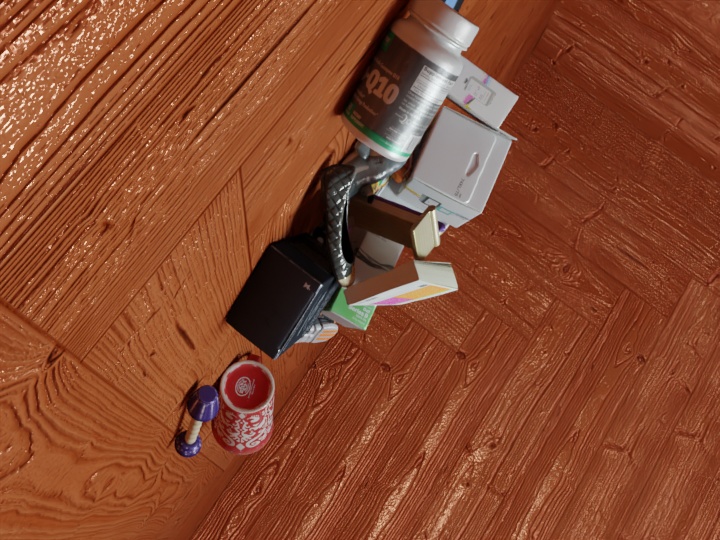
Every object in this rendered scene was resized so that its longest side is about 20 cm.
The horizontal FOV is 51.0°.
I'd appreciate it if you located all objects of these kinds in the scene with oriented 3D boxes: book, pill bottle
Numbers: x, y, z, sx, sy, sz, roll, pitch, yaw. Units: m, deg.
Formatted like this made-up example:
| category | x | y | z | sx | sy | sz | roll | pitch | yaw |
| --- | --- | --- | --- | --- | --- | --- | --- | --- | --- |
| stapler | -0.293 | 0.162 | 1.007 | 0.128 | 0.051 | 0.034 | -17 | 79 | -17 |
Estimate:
| category | x | y | z | sx | sy | sz | roll | pitch | yaw |
| --- | --- | --- | --- | --- | --- | --- | --- | --- | --- |
| book | 0.071 | 0.028 | 1.268 | 0.131 | 0.049 | 0.199 | -21 | 169 | 22 |
| pill bottle | 0.067 | -0.260 | 1.011 | 0.202 | 0.112 | 0.113 | -58 | 174 | 20 |

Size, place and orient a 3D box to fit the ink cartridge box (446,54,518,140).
| category | x | y | z | sx | sy | sz | roll | pitch | yaw |
| --- | --- | --- | --- | --- | --- | --- | --- | --- | --- |
| ink cartridge box | 0.206 | -0.317 | 1.346 | 0.068 | 0.198 | 0.117 | -55 | -169 | 10 |

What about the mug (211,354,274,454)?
| category | x | y | z | sx | sy | sz | roll | pitch | yaw |
| --- | --- | --- | --- | --- | --- | --- | --- | --- | --- |
| mug | -0.240 | 0.253 | 1.520 | 0.130 | 0.181 | 0.201 | -13 | 153 | -19 |

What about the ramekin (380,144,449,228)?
| category | x | y | z | sx | sy | sz | roll | pitch | yaw |
| --- | --- | --- | --- | --- | --- | --- | --- | --- | --- |
| ramekin | 0.098 | -0.154 | 1.567 | 0.204 | 0.201 | 0.094 | -54 | -173 | -10 |

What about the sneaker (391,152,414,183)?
| category | x | y | z | sx | sy | sz | roll | pitch | yaw |
| --- | --- | --- | --- | --- | --- | --- | --- | --- | --- |
| sneaker | 0.062 | -0.229 | 1.344 | 0.201 | 0.075 | 0.075 | 86 | 11 | -61 |

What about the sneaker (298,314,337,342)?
| category | x | y | z | sx | sy | sz | roll | pitch | yaw |
| --- | --- | --- | --- | --- | --- | --- | --- | --- | --- |
| sneaker | -0.139 | 0.081 | 1.469 | 0.197 | 0.114 | 0.077 | 7 | 140 | -46 |

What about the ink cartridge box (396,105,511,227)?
| category | x | y | z | sx | sy | sz | roll | pitch | yaw |
| --- | --- | --- | --- | --- | --- | --- | --- | --- | --- |
| ink cartridge box | 0.171 | -0.190 | 1.426 | 0.200 | 0.143 | 0.150 | 144 | -28 | -83 |

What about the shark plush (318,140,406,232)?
| category | x | y | z | sx | sy | sz | roll | pitch | yaw |
| --- | --- | --- | --- | --- | --- | --- | --- | --- | --- |
| shark plush | -0.003 | -0.146 | 1.238 | 0.201 | 0.083 | 0.091 | -51 | 175 | -38 |

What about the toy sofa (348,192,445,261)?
| category | x | y | z | sx | sy | sz | roll | pitch | yaw |
| --- | --- | --- | --- | --- | --- | --- | --- | --- | --- |
| toy sofa | 0.045 | -0.099 | 1.284 | 0.098 | 0.197 | 0.084 | -46 | 143 | -28 |

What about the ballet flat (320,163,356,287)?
| category | x | y | z | sx | sy | sz | roll | pitch | yaw |
| --- | --- | --- | --- | --- | --- | --- | --- | --- | --- |
| ballet flat | -0.026 | -0.065 | 1.173 | 0.067 | 0.055 | 0.205 | -74 | 160 | -63 |

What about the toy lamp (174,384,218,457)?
| category | x | y | z | sx | sy | sz | roll | pitch | yaw |
| --- | --- | --- | --- | --- | --- | --- | --- | --- | --- |
| toy lamp | -0.286 | 0.263 | 1.325 | 0.058 | 0.058 | 0.201 | -50 | 173 | -40 |

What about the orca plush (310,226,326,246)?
| category | x | y | z | sx | sy | sz | roll | pitch | yaw |
| --- | --- | --- | --- | --- | --- | --- | --- | --- | --- |
| orca plush | -0.084 | 0.026 | 1.363 | 0.105 | 0.070 | 0.203 | 37 | 77 | -45 |

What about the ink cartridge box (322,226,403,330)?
| category | x | y | z | sx | sy | sz | roll | pitch | yaw |
| --- | --- | --- | --- | --- | --- | --- | --- | --- | --- |
| ink cartridge box | 0.000 | 0.000 | 1.416 | 0.204 | 0.083 | 0.146 | -64 | -166 | -8 |

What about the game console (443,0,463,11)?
| category | x | y | z | sx | sy | sz | roll | pitch | yaw |
| --- | --- | --- | --- | --- | --- | --- | --- | --- | --- |
| game console | 0.118 | -0.386 | 1.167 | 0.179 | 0.031 | 0.200 | -58 | 175 | 25 |

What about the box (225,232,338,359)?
| category | x | y | z | sx | sy | sz | roll | pitch | yaw |
| --- | --- | --- | --- | --- | --- | --- | --- | --- | --- |
| box | -0.113 | 0.035 | 1.234 | 0.150 | 0.103 | 0.200 | -56 | 174 | 13 |

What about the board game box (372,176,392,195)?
| category | x | y | z | sx | sy | sz | roll | pitch | yaw |
| --- | --- | --- | --- | --- | --- | --- | --- | --- | --- |
| board game box | 0.061 | -0.236 | 1.452 | 0.202 | 0.034 | 0.127 | -55 | 165 | -10 |
